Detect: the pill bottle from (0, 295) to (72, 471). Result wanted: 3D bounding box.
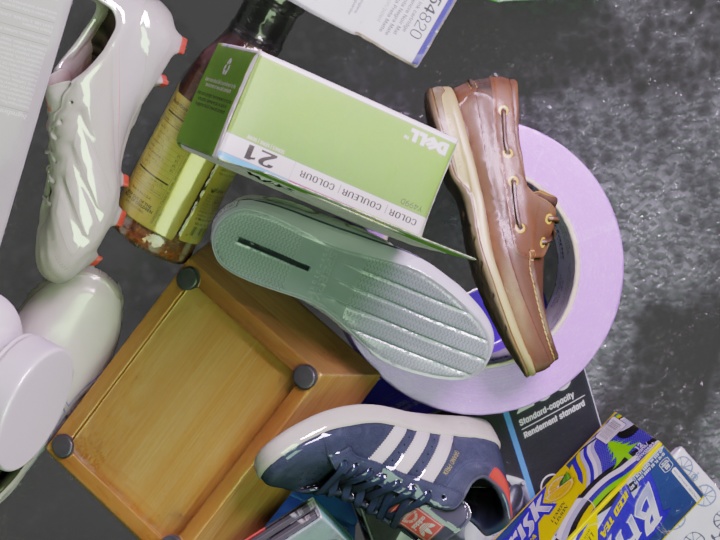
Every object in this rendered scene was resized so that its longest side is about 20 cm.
[{"bbox_3d":[-0.289,0.048,1.289,0.199,0.112,0.113,24,105,15],"label":"pill bottle"}]

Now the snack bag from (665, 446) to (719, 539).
[{"bbox_3d":[0.226,0.260,1.581,0.200,0.021,0.189,-40,113,2],"label":"snack bag"}]

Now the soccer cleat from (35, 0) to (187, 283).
[{"bbox_3d":[-0.183,-0.091,1.333,0.077,0.069,0.201,17,97,-39],"label":"soccer cleat"}]

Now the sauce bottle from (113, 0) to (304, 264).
[{"bbox_3d":[-0.096,-0.103,1.355,0.066,0.066,0.201,27,99,-20],"label":"sauce bottle"}]

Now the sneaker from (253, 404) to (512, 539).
[{"bbox_3d":[0.024,0.142,1.332,0.199,0.085,0.075,3,145,-37],"label":"sneaker"}]

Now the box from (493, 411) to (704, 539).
[{"bbox_3d":[0.150,0.202,1.465,0.200,0.064,0.070,-45,121,-6],"label":"box"}]

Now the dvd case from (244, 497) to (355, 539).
[{"bbox_3d":[-0.086,0.241,1.390,0.199,0.022,0.146,-32,145,3],"label":"dvd case"}]

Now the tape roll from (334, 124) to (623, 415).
[{"bbox_3d":[0.078,-0.003,1.399,0.199,0.066,0.201,0,93,-6],"label":"tape roll"}]

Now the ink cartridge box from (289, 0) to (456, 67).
[{"bbox_3d":[-0.003,-0.259,1.255,0.199,0.041,0.200,30,106,-6],"label":"ink cartridge box"}]

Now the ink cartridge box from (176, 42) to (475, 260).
[{"bbox_3d":[-0.012,-0.074,1.242,0.147,0.200,0.076,23,90,-21],"label":"ink cartridge box"}]

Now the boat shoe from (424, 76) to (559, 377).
[{"bbox_3d":[0.100,-0.031,1.332,0.067,0.072,0.201,-17,91,-3],"label":"boat shoe"}]

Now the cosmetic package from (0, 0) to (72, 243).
[{"bbox_3d":[-0.249,-0.109,1.294,0.090,0.107,0.201,17,102,-18],"label":"cosmetic package"}]

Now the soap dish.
[{"bbox_3d":[-0.107,0.098,1.375,0.157,0.081,0.200,40,97,20],"label":"soap dish"}]

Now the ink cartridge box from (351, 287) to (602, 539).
[{"bbox_3d":[0.079,0.123,1.469,0.197,0.043,0.201,-26,112,-15],"label":"ink cartridge box"}]

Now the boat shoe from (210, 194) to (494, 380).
[{"bbox_3d":[0.000,0.000,1.325,0.199,0.067,0.074,30,113,-5],"label":"boat shoe"}]

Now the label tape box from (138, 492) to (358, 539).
[{"bbox_3d":[-0.086,0.220,1.469,0.143,0.066,0.200,29,102,-21],"label":"label tape box"}]

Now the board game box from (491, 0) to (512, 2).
[{"bbox_3d":[0.134,-0.278,1.317,0.153,0.040,0.201,-12,117,-51],"label":"board game box"}]

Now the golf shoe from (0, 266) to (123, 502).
[{"bbox_3d":[-0.222,0.091,1.374,0.078,0.097,0.200,31,98,-16],"label":"golf shoe"}]
